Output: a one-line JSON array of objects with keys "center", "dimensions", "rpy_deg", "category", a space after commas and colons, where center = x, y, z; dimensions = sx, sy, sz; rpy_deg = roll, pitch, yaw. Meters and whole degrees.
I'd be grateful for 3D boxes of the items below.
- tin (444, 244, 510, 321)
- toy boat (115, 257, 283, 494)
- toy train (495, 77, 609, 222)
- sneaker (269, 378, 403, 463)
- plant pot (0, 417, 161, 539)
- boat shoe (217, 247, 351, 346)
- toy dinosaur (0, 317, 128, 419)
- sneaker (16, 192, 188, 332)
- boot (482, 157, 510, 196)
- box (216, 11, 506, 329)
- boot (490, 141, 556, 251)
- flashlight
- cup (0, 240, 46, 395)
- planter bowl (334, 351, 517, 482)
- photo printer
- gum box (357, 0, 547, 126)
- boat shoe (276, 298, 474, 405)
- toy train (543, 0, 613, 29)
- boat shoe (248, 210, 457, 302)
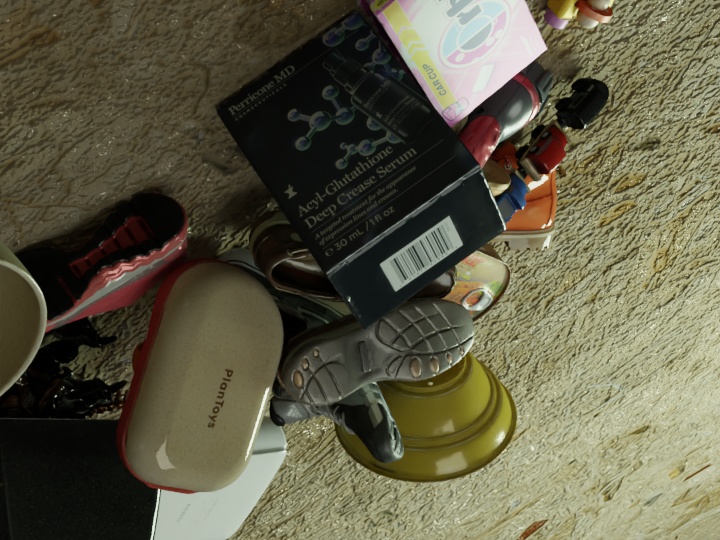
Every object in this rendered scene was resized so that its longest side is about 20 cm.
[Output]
[{"center": [0.084, 0.008, 1.625], "dimensions": [0.112, 0.042, 0.199], "rpy_deg": [-42, 148, 18], "category": "tin"}, {"center": [-0.154, 0.087, 1.344], "dimensions": [0.130, 0.130, 0.202], "rpy_deg": [18, 89, -41], "category": "toy boat"}, {"center": [0.177, -0.112, 1.482], "dimensions": [0.200, 0.046, 0.034], "rpy_deg": [-49, 121, -18], "category": "toy train"}, {"center": [-0.032, 0.144, 1.554], "dimensions": [0.115, 0.201, 0.075], "rpy_deg": [-26, 125, 0], "category": "sneaker"}, {"center": [-0.296, 0.236, 1.355], "dimensions": [0.199, 0.179, 0.198], "rpy_deg": [-20, 163, 39], "category": "plant pot"}, {"center": [-0.059, 0.058, 1.436], "dimensions": [0.199, 0.071, 0.072], "rpy_deg": [30, 130, -19], "category": "boat shoe"}, {"center": [-0.284, 0.104, 1.375], "dimensions": [0.135, 0.103, 0.199], "rpy_deg": [-38, 171, 34], "category": "toy dinosaur"}, {"center": [-0.229, 0.016, 1.300], "dimensions": [0.199, 0.074, 0.087], "rpy_deg": [-28, 149, -13], "category": "sneaker"}, {"center": [0.031, -0.049, 1.440], "dimensions": [0.199, 0.071, 0.145], "rpy_deg": [5, 124, -22], "category": "boot"}, {"center": [0.000, -0.084, 1.264], "dimensions": [0.148, 0.201, 0.107], "rpy_deg": [-35, 148, -1], "category": "box"}, {"center": [0.113, -0.078, 1.523], "dimensions": [0.198, 0.075, 0.108], "rpy_deg": [-5, 118, -31], "category": "boot"}, {"center": [0.105, -0.114, 1.367], "dimensions": [0.201, 0.067, 0.068], "rpy_deg": [-56, 138, -36], "category": "flashlight"}, {"center": [-0.346, 0.012, 1.113], "dimensions": [0.199, 0.144, 0.201], "rpy_deg": [-24, 147, -17], "category": "cup"}, {"center": [0.068, 0.126, 1.637], "dimensions": [0.199, 0.200, 0.084], "rpy_deg": [-21, 130, -22], "category": "planter bowl"}, {"center": [-0.193, 0.226, 1.618], "dimensions": [0.199, 0.070, 0.167], "rpy_deg": [0, 134, -44], "category": "photo printer"}, {"center": [0.071, -0.219, 1.279], "dimensions": [0.113, 0.066, 0.200], "rpy_deg": [-38, 148, 2], "category": "gum box"}, {"center": [0.010, 0.065, 1.395], "dimensions": [0.198, 0.072, 0.077], "rpy_deg": [-11, 104, -26], "category": "boat shoe"}, {"center": [0.231, -0.279, 1.365], "dimensions": [0.198, 0.056, 0.151], "rpy_deg": [-23, 147, -20], "category": "toy train"}, {"center": [-0.002, 0.005, 1.378], "dimensions": [0.200, 0.075, 0.075], "rpy_deg": [8, 122, -20], "category": "boat shoe"}]
